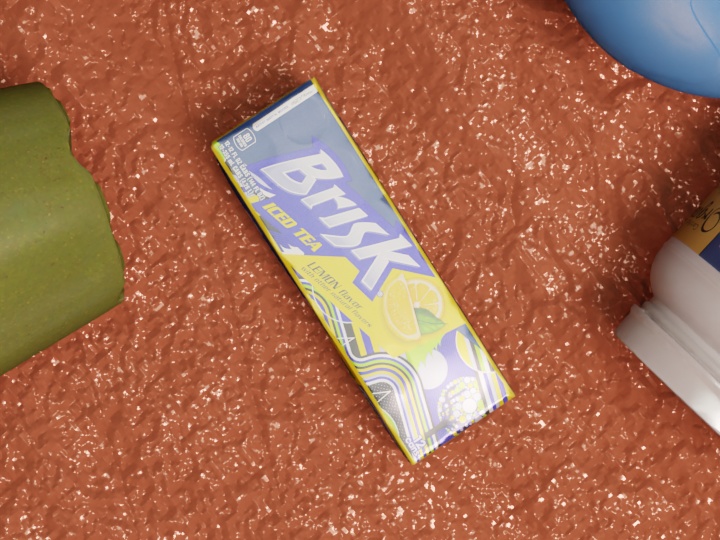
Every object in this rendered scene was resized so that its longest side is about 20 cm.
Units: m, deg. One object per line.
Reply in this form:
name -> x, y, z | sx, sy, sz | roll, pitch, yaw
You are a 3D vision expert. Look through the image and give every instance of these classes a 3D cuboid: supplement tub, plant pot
supplement tub -> 0.242, 0.001, 0.899 | 0.144, 0.144, 0.200 | 42, 95, -2
plant pot -> -0.225, -0.008, 0.875 | 0.189, 0.200, 0.202 | -23, 91, -14

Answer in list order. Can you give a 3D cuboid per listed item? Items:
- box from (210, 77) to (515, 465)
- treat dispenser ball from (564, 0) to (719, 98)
box -> 0.000, 0.000, 0.933 | 0.070, 0.064, 0.201 | -33, 91, -2
treat dispenser ball -> 0.186, -0.185, 0.849 | 0.199, 0.201, 0.203 | 0, 90, -3
